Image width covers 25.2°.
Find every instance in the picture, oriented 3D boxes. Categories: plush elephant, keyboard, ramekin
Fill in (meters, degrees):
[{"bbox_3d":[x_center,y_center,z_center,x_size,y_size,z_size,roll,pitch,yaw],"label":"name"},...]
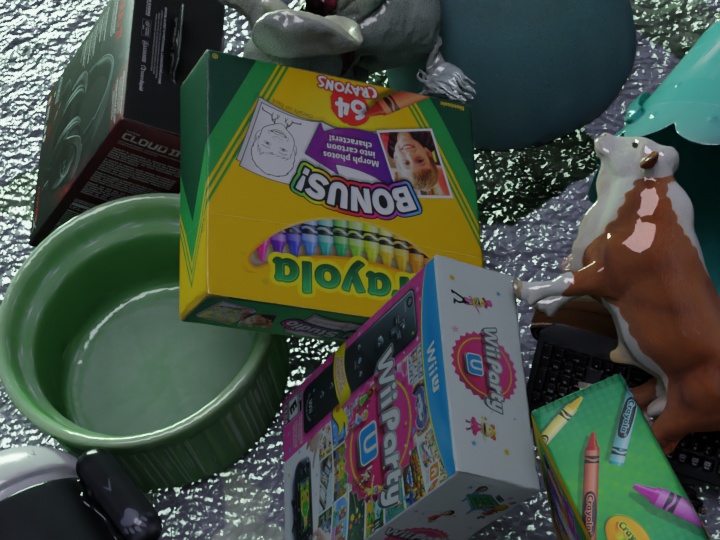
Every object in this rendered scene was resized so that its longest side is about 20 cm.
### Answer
[{"bbox_3d":[-0.030,-0.173,1.150,0.154,0.165,0.200,-16,61,-28],"label":"plush elephant"},{"bbox_3d":[0.195,0.108,1.020,0.199,0.040,0.104,16,106,22],"label":"keyboard"},{"bbox_3d":[-0.145,0.054,1.127,0.199,0.098,0.201,-6,57,9],"label":"ramekin"}]

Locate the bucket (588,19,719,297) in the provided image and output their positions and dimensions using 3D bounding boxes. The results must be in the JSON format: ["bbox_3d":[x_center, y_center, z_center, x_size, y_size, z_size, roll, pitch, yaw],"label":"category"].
[{"bbox_3d":[0.264,-0.060,1.052,0.207,0.207,0.135,25,62,25],"label":"bucket"}]

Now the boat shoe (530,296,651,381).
[{"bbox_3d":[0.206,0.065,1.060,0.199,0.076,0.074,13,75,23],"label":"boat shoe"}]

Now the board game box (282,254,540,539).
[{"bbox_3d":[0.024,0.105,1.003,0.064,0.200,0.148,16,52,-27],"label":"board game box"}]

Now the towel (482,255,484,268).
[{"bbox_3d":[0.000,0.000,1.112,0.199,0.018,0.086,13,57,-25],"label":"towel"}]

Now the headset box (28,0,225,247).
[{"bbox_3d":[-0.168,-0.116,1.185,0.077,0.200,0.149,16,54,-24],"label":"headset box"}]

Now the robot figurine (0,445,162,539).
[{"bbox_3d":[-0.193,0.205,1.028,0.150,0.125,0.200,-31,56,-15],"label":"robot figurine"}]

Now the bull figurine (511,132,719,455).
[{"bbox_3d":[0.169,0.019,0.978,0.121,0.065,0.200,-26,94,14],"label":"bull figurine"}]

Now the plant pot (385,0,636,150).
[{"bbox_3d":[0.106,-0.212,1.223,0.199,0.135,0.201,-6,56,9],"label":"plant pot"}]

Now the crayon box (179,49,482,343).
[{"bbox_3d":[-0.018,-0.041,1.067,0.199,0.058,0.173,9,63,-24],"label":"crayon box"}]

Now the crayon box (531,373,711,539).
[{"bbox_3d":[0.155,0.163,0.929,0.058,0.200,0.119,-22,56,-2],"label":"crayon box"}]
